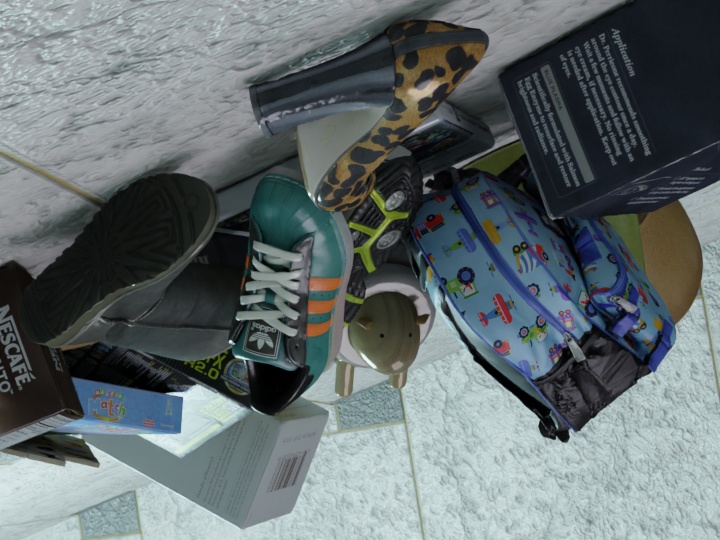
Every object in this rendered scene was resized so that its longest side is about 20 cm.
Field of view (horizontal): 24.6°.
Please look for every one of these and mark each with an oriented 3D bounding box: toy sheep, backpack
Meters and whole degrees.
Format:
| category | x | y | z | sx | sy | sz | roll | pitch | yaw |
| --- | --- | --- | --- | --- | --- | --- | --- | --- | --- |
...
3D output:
| category | x | y | z | sx | sy | sz | roll | pitch | yaw |
| --- | --- | --- | --- | --- | --- | --- | --- | --- | --- |
| toy sheep | 0.000 | 0.016 | 1.373 | 0.137 | 0.200 | 0.139 | -12 | 127 | -17 |
| backpack | 0.124 | 0.002 | 1.248 | 0.134 | 0.183 | 0.200 | -38 | 132 | 13 |

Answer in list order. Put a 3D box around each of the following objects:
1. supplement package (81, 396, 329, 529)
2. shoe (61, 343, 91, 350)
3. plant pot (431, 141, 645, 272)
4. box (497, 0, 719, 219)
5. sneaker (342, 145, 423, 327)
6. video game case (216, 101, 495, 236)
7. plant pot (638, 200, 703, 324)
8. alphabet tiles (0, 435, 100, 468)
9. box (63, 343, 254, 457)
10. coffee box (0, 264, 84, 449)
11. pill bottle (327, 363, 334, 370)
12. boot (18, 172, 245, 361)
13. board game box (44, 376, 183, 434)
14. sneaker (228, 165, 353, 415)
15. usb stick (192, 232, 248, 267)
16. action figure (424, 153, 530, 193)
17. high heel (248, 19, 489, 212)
| category | x | y | z | sx | sy | sz | roll | pitch | yaw |
| --- | --- | --- | --- | --- | --- | --- | --- | --- | --- |
| supplement package | -0.153 | 0.154 | 1.639 | 0.117 | 0.199 | 0.118 | -3 | 116 | -67 |
| shoe | -0.269 | 0.047 | 1.286 | 0.199 | 0.054 | 0.070 | -20 | -159 | 18 |
| plant pot | 0.185 | -0.011 | 1.526 | 0.186 | 0.201 | 0.187 | -21 | 172 | -3 |
| box | 0.238 | -0.129 | 1.198 | 0.199 | 0.118 | 0.196 | -25 | 171 | 29 |
| sneaker | -0.021 | -0.028 | 1.213 | 0.075 | 0.077 | 0.200 | -11 | 149 | -37 |
| video game case | -0.008 | -0.074 | 1.256 | 0.199 | 0.024 | 0.182 | -23 | 172 | 15 |
| plant pot | 0.263 | -0.038 | 1.716 | 0.185 | 0.187 | 0.200 | -22 | 158 | 3 |
| alphabet tiles | -0.320 | 0.145 | 1.472 | 0.165 | 0.006 | 0.200 | 15 | 179 | -16 |
| box | -0.184 | 0.089 | 1.424 | 0.159 | 0.045 | 0.200 | 28 | 154 | -13 |
| coffee box | -0.312 | 0.087 | 1.184 | 0.199 | 0.114 | 0.080 | -22 | 172 | -2 |
| pill bottle | -0.091 | 0.058 | 1.574 | 0.199 | 0.110 | 0.109 | -13 | 168 | -45 |
| boot | -0.120 | 0.007 | 1.159 | 0.181 | 0.073 | 0.200 | -31 | 155 | 25 |
| board game box | -0.268 | 0.114 | 1.387 | 0.199 | 0.037 | 0.151 | -5 | 166 | 45 |
| sneaker | -0.051 | 0.022 | 1.143 | 0.201 | 0.071 | 0.080 | 87 | 27 | -45 |
| usb stick | -0.144 | 0.002 | 1.275 | 0.032 | 0.056 | 0.199 | -7 | -178 | 39 |
| action figure | 0.122 | -0.051 | 1.400 | 0.199 | 0.131 | 0.069 | -35 | 167 | 14 |
| high heel | 0.026 | -0.092 | 1.030 | 0.142 | 0.072 | 0.200 | -17 | 164 | 10 |
